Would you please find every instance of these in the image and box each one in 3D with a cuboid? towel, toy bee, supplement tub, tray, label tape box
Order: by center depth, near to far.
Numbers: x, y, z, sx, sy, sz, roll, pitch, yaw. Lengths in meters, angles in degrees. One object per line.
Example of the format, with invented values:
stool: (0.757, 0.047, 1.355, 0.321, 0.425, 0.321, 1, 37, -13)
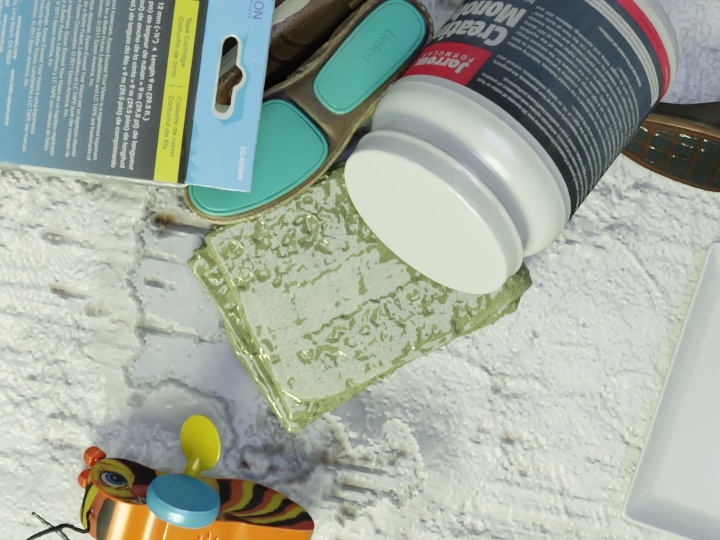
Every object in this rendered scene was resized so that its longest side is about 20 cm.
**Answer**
supplement tub: (0.096, -0.099, 1.243, 0.140, 0.140, 0.200, 42, 66, -6)
label tape box: (-0.154, -0.128, 1.251, 0.199, 0.066, 0.144, 7, 89, 5)
toy bee: (-0.133, 0.146, 1.268, 0.200, 0.109, 0.131, 29, 102, -37)
towel: (0.000, 0.000, 1.310, 0.199, 0.036, 0.149, -29, 94, -6)
tray: (0.255, 0.090, 1.353, 0.107, 0.022, 0.201, 19, 88, -8)

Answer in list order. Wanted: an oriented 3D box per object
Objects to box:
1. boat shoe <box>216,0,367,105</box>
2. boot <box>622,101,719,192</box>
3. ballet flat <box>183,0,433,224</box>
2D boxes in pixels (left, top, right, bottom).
boat shoe: (-0.035, -0.194, 1.294, 0.202, 0.075, 0.075, -40, 72, -4)
boot: (0.267, -0.107, 1.342, 0.199, 0.075, 0.097, 13, 63, 3)
ballet flat: (-0.031, -0.101, 1.289, 0.200, 0.065, 0.071, -39, 90, -1)
